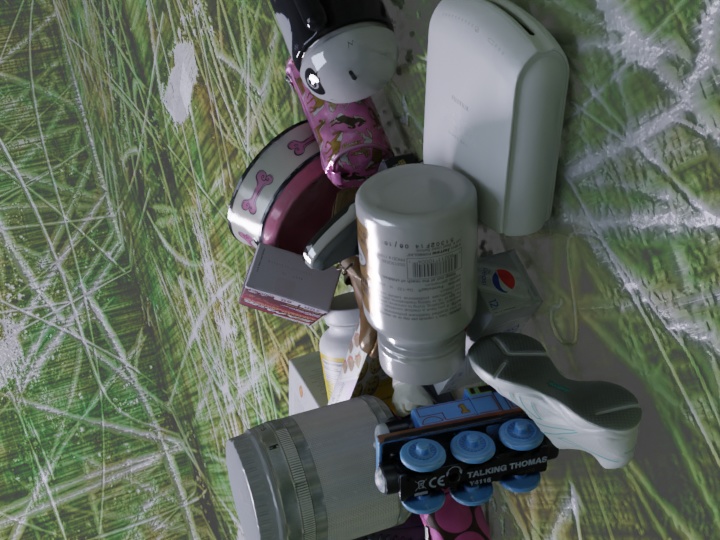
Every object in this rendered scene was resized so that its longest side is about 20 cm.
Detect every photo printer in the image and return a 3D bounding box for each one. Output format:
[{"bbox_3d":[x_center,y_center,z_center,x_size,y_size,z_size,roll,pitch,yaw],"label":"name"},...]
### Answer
[{"bbox_3d":[0.123,-0.155,0.981,0.166,0.069,0.200,50,147,47],"label":"photo printer"}]

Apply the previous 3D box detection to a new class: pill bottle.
[{"bbox_3d":[0.006,0.134,1.399,0.112,0.112,0.200,23,124,63],"label":"pill bottle"},{"bbox_3d":[0.057,0.008,1.015,0.114,0.114,0.200,47,148,50],"label":"pill bottle"}]

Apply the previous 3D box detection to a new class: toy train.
[{"bbox_3d":[0.105,0.184,1.088,0.114,0.200,0.087,-119,22,-56],"label":"toy train"}]

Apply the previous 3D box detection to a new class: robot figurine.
[{"bbox_3d":[-0.034,-0.289,1.198,0.125,0.150,0.200,-43,64,52],"label":"robot figurine"}]

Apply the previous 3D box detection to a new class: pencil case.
[{"bbox_3d":[0.093,0.265,1.301,0.200,0.094,0.091,70,157,12],"label":"pencil case"},{"bbox_3d":[-0.027,-0.194,1.274,0.087,0.083,0.200,-39,55,25],"label":"pencil case"}]

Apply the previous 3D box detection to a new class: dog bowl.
[{"bbox_3d":[-0.074,-0.096,1.351,0.074,0.200,0.200,41,145,22],"label":"dog bowl"}]

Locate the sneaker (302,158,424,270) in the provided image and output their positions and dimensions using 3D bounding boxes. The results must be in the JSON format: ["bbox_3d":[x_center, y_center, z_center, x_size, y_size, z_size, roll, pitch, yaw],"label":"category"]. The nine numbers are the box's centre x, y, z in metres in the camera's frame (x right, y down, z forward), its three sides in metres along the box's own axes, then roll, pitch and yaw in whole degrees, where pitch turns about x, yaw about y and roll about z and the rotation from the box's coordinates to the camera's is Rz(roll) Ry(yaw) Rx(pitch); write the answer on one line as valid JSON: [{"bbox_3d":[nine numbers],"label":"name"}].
[{"bbox_3d":[0.048,-0.028,1.105,0.121,0.200,0.084,52,162,15],"label":"sneaker"}]

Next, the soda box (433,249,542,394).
[{"bbox_3d":[0.124,0.061,1.129,0.068,0.063,0.200,65,156,24],"label":"soda box"}]

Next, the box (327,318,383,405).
[{"bbox_3d":[-0.001,0.135,1.307,0.039,0.041,0.200,49,127,45],"label":"box"}]

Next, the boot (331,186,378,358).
[{"bbox_3d":[0.000,0.000,1.162,0.074,0.075,0.200,124,149,-66],"label":"boot"}]

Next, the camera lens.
[{"bbox_3d":[-0.044,0.243,1.228,0.160,0.200,0.160,167,90,-72],"label":"camera lens"}]

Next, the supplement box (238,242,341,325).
[{"bbox_3d":[-0.095,0.021,1.340,0.200,0.109,0.061,139,148,-79],"label":"supplement box"}]

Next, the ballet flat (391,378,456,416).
[{"bbox_3d":[0.083,0.168,1.226,0.200,0.073,0.073,56,156,3],"label":"ballet flat"}]

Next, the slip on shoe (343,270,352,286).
[{"bbox_3d":[0.007,-0.004,1.248,0.200,0.061,0.076,65,156,22],"label":"slip on shoe"}]

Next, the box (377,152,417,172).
[{"bbox_3d":[0.061,-0.006,1.265,0.199,0.050,0.200,65,156,22],"label":"box"}]

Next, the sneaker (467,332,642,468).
[{"bbox_3d":[0.180,0.127,1.002,0.200,0.070,0.080,32,144,42],"label":"sneaker"}]

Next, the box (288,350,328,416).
[{"bbox_3d":[-0.026,0.227,1.558,0.200,0.097,0.124,-127,31,-44],"label":"box"}]

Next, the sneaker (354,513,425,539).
[{"bbox_3d":[0.049,0.361,1.337,0.077,0.202,0.146,-37,70,49],"label":"sneaker"}]
